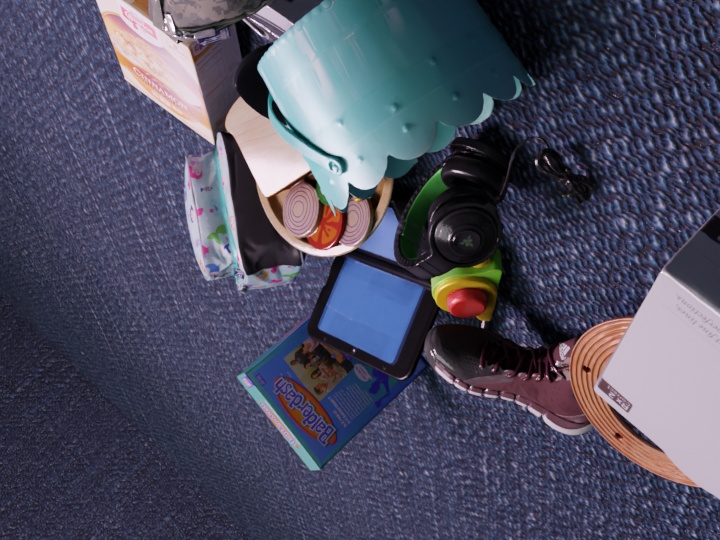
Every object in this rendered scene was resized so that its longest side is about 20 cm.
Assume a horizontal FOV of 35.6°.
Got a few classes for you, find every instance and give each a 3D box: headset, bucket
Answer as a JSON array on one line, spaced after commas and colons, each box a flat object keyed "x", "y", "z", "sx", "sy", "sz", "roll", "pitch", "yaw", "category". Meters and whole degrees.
[{"x": 0.110, "y": -0.057, "z": 1.001, "sx": 0.093, "sy": 0.125, "sz": 0.199, "roll": 31, "pitch": 145, "yaw": -22, "category": "headset"}, {"x": 0.024, "y": -0.152, "z": 0.898, "sx": 0.136, "sy": 0.206, "sz": 0.207, "roll": 57, "pitch": 157, "yaw": -1, "category": "bucket"}]

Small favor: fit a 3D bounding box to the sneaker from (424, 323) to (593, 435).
[{"x": 0.170, "y": 0.084, "z": 1.112, "sx": 0.198, "sy": 0.076, "sz": 0.116, "roll": 23, "pitch": 144, "yaw": -8, "category": "sneaker"}]

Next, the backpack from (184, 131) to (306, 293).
[{"x": -0.130, "y": -0.064, "z": 1.328, "sx": 0.200, "sy": 0.148, "sz": 0.180, "roll": 87, "pitch": 173, "yaw": -82, "category": "backpack"}]

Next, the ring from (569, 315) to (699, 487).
[{"x": 0.281, "y": 0.117, "z": 1.008, "sx": 0.199, "sy": 0.019, "sz": 0.202, "roll": 27, "pitch": 141, "yaw": 23, "category": "ring"}]

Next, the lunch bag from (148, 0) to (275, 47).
[{"x": -0.130, "y": -0.315, "z": 0.963, "sx": 0.139, "sy": 0.167, "sz": 0.201, "roll": 35, "pitch": 154, "yaw": 31, "category": "lunch bag"}]

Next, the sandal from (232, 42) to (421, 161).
[{"x": -0.023, "y": -0.155, "z": 1.057, "sx": 0.198, "sy": 0.077, "sz": 0.043, "roll": 22, "pitch": -163, "yaw": -17, "category": "sandal"}]

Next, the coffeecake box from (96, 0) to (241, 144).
[{"x": -0.212, "y": -0.257, "z": 1.277, "sx": 0.153, "sy": 0.073, "sz": 0.201, "roll": 37, "pitch": 162, "yaw": 16, "category": "coffeecake box"}]

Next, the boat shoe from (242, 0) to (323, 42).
[{"x": -0.089, "y": -0.262, "z": 1.104, "sx": 0.199, "sy": 0.072, "sz": 0.068, "roll": 34, "pitch": 152, "yaw": 19, "category": "boat shoe"}]

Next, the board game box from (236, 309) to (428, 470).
[{"x": -0.033, "y": 0.127, "z": 1.414, "sx": 0.153, "sy": 0.200, "sz": 0.045, "roll": 52, "pitch": 157, "yaw": -5, "category": "board game box"}]

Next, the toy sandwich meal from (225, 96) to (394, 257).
[{"x": -0.053, "y": -0.112, "z": 1.155, "sx": 0.203, "sy": 0.070, "sz": 0.208, "roll": 6, "pitch": 100, "yaw": 35, "category": "toy sandwich meal"}]

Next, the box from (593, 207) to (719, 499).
[{"x": 0.300, "y": 0.071, "z": 0.805, "sx": 0.199, "sy": 0.130, "sz": 0.201, "roll": 41, "pitch": 156, "yaw": 18, "category": "box"}]

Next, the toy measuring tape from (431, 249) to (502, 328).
[{"x": 0.105, "y": 0.032, "z": 1.177, "sx": 0.073, "sy": 0.073, "sz": 0.201, "roll": 40, "pitch": 155, "yaw": 21, "category": "toy measuring tape"}]

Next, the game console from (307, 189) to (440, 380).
[{"x": 0.000, "y": 0.000, "z": 1.268, "sx": 0.199, "sy": 0.116, "sz": 0.177, "roll": 21, "pitch": 144, "yaw": 49, "category": "game console"}]
